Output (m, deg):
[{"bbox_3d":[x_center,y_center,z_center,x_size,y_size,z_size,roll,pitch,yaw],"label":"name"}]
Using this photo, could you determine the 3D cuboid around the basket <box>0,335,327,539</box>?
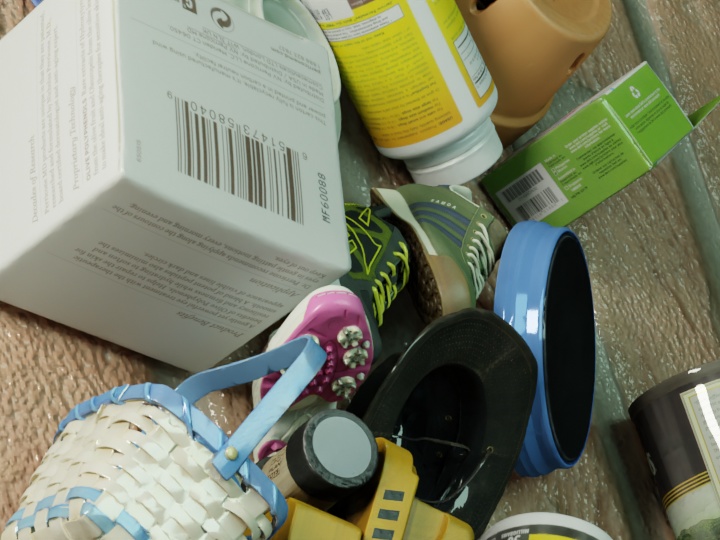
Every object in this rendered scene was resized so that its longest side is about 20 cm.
[{"bbox_3d":[-0.120,0.127,1.524,0.139,0.176,0.200,43,59,-15],"label":"basket"}]

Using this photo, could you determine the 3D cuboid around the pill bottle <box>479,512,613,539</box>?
[{"bbox_3d":[0.128,0.283,1.726,0.111,0.111,0.200,34,43,-26],"label":"pill bottle"}]

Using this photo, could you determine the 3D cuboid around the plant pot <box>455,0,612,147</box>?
[{"bbox_3d":[0.119,-0.220,2.045,0.200,0.140,0.200,28,46,-33],"label":"plant pot"}]

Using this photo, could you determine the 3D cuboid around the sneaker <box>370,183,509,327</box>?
[{"bbox_3d":[0.073,-0.018,1.827,0.090,0.067,0.200,-8,27,-13],"label":"sneaker"}]

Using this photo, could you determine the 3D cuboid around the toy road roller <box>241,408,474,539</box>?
[{"bbox_3d":[-0.012,0.201,1.585,0.146,0.123,0.200,27,55,-15],"label":"toy road roller"}]

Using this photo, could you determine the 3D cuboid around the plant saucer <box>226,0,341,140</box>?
[{"bbox_3d":[-0.065,-0.162,1.840,0.200,0.050,0.200,46,27,-33],"label":"plant saucer"}]

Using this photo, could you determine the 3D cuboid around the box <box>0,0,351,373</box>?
[{"bbox_3d":[-0.139,-0.071,1.635,0.199,0.171,0.200,23,47,-36],"label":"box"}]

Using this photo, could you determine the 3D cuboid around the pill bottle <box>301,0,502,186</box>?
[{"bbox_3d":[0.039,-0.166,1.924,0.200,0.109,0.109,63,35,-22],"label":"pill bottle"}]

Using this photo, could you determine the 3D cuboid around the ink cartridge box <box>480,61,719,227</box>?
[{"bbox_3d":[0.213,-0.116,2.068,0.076,0.148,0.200,53,37,-3],"label":"ink cartridge box"}]

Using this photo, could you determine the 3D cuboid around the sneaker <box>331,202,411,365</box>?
[{"bbox_3d":[0.000,0.000,1.749,0.085,0.075,0.200,-6,34,-7],"label":"sneaker"}]

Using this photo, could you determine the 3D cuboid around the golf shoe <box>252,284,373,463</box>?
[{"bbox_3d":[-0.043,0.063,1.650,0.075,0.200,0.092,-2,53,-17],"label":"golf shoe"}]

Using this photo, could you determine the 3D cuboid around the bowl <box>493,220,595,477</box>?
[{"bbox_3d":[0.146,0.061,1.874,0.201,0.039,0.201,-1,90,-72],"label":"bowl"}]

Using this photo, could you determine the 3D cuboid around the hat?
[{"bbox_3d":[0.038,0.115,1.746,0.201,0.081,0.201,-19,119,-38],"label":"hat"}]

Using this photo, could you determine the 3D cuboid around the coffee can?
[{"bbox_3d":[0.321,0.182,1.974,0.146,0.146,0.200,3,63,-46],"label":"coffee can"}]

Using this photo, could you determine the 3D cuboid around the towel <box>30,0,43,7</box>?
[{"bbox_3d":[-0.188,-0.228,1.821,0.145,0.024,0.200,54,36,-1],"label":"towel"}]
